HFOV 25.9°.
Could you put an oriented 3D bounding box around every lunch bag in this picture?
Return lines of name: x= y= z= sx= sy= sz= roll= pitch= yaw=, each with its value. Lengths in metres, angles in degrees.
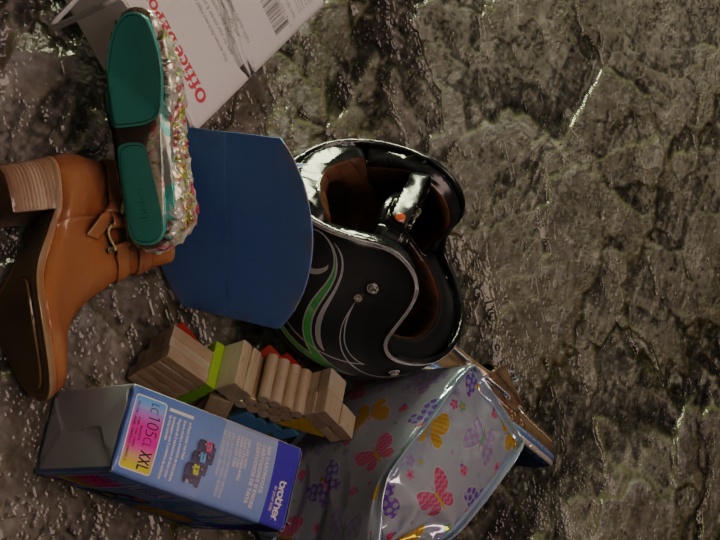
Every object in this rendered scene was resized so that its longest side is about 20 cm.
lunch bag: x=0.020 y=0.187 z=1.389 sx=0.200 sy=0.169 sz=0.127 roll=-46 pitch=115 yaw=-36

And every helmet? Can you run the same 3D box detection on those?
helmet: x=0.000 y=0.000 z=1.390 sx=0.200 sy=0.200 sz=0.191 roll=-33 pitch=146 yaw=-37

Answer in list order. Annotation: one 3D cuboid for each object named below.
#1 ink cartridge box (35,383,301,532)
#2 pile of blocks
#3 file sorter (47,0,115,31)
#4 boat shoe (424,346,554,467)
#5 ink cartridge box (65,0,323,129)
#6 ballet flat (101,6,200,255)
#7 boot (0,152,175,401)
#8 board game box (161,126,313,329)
ink cartridge box: x=-0.144 y=0.161 z=1.283 sx=0.200 sy=0.136 sz=0.077 roll=24 pitch=70 yaw=-33
pile of blocks: x=-0.099 y=0.096 z=1.361 sx=0.199 sy=0.082 sz=0.062 roll=20 pitch=51 yaw=-11
file sorter: x=-0.238 y=-0.302 z=1.182 sx=0.200 sy=0.139 sz=0.125 roll=50 pitch=60 yaw=-22
boat shoe: x=0.125 y=0.126 z=1.545 sx=0.200 sy=0.072 sz=0.073 roll=38 pitch=60 yaw=-28
ink cartridge box: x=-0.143 y=-0.237 z=1.368 sx=0.200 sy=0.084 sz=0.145 roll=-49 pitch=127 yaw=-33
ballet flat: x=-0.168 y=-0.114 z=1.279 sx=0.064 sy=0.075 sz=0.201 roll=-17 pitch=108 yaw=-61
boot: x=-0.226 y=0.001 z=1.296 sx=0.155 sy=0.077 sz=0.201 roll=-5 pitch=78 yaw=-43
board game box: x=-0.099 y=-0.040 z=1.316 sx=0.039 sy=0.199 sz=0.159 roll=-13 pitch=107 yaw=-45
